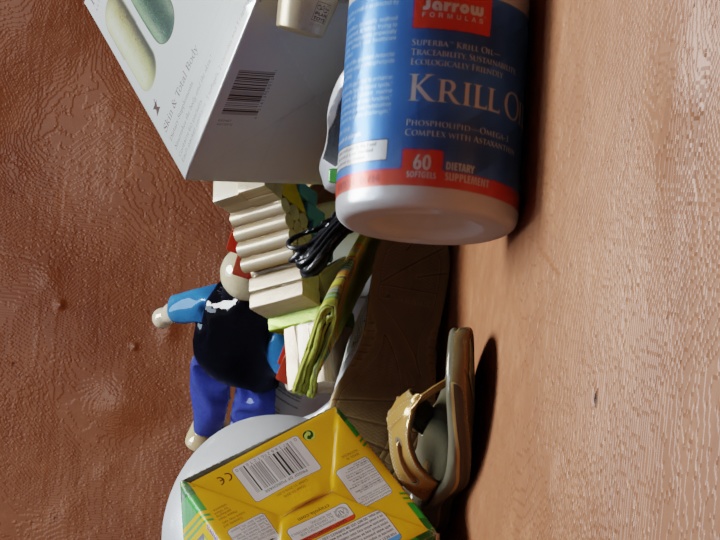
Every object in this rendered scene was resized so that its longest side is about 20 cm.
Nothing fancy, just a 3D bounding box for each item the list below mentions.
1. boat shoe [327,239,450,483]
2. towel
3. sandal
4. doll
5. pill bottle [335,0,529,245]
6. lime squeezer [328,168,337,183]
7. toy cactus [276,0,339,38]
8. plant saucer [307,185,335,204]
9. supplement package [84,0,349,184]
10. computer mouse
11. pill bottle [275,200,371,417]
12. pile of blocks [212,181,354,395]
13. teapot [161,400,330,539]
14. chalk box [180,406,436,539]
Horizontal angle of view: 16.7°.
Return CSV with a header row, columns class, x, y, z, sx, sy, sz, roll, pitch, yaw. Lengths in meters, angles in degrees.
class,x,y,z,sx,sy,sz,roll,pitch,yaw
boat shoe,0.021,0.070,1.711,0.069,0.070,0.201,103,-177,-80
towel,0.000,0.000,1.712,0.200,0.018,0.086,-62,-6,-51
sandal,0.040,0.109,1.570,0.200,0.054,0.081,106,167,-57
doll,-0.098,0.063,1.845,0.048,0.136,0.201,-45,-25,-42
pill bottle,0.045,-0.123,1.472,0.112,0.112,0.201,127,147,-77
lime squeezer,0.051,-0.050,1.580,0.200,0.070,0.038,1,-103,-68
toy cactus,-0.009,-0.227,1.533,0.200,0.102,0.166,14,-90,-54
plant saucer,-0.033,-0.064,1.894,0.200,0.035,0.200,-48,-10,-11
supplement package,-0.070,-0.180,1.684,0.200,0.150,0.152,58,135,39
computer mouse,0.008,-0.077,1.600,0.044,0.109,0.200,45,153,19
pill bottle,-0.023,0.047,1.886,0.200,0.113,0.114,105,168,-49
pile of blocks,-0.055,0.000,1.751,0.082,0.062,0.201,-26,-79,-60
teapot,-0.035,0.195,1.774,0.146,0.197,0.201,-1,106,47
chalk box,-0.034,0.214,1.609,0.124,0.124,0.201,49,154,35
